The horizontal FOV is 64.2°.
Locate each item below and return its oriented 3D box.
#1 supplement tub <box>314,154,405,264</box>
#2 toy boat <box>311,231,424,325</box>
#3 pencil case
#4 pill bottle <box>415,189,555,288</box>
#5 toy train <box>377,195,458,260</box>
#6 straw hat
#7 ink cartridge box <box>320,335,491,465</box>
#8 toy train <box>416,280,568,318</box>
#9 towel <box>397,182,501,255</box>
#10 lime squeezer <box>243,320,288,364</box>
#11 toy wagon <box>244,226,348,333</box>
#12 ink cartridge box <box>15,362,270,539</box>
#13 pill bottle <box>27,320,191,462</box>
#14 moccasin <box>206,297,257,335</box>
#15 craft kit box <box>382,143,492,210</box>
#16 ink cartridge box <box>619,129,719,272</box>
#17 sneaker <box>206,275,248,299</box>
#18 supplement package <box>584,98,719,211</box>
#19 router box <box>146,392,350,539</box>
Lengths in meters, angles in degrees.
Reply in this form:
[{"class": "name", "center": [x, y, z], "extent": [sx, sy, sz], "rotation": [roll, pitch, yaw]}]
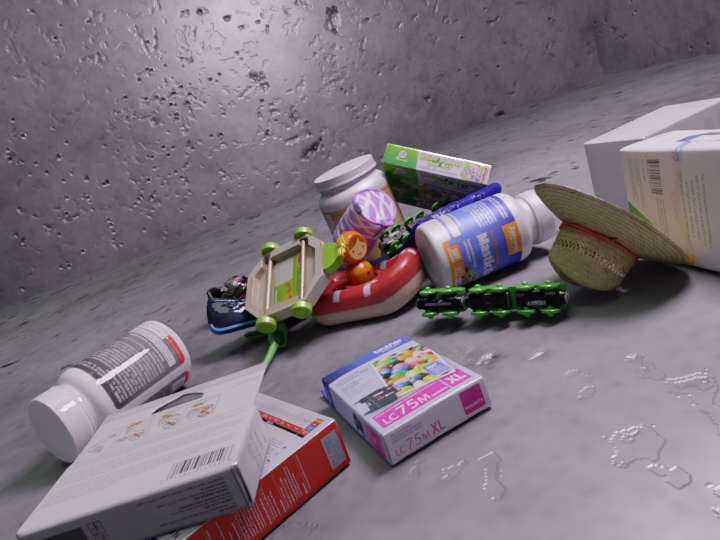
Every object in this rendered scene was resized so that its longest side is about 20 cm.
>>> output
[{"class": "supplement tub", "center": [0.006, -0.106, 1.115], "extent": [0.143, 0.202, 0.145], "rotation": [-22, 17, 7]}, {"class": "toy boat", "center": [0.000, 0.000, 0.915], "extent": [0.198, 0.132, 0.131], "rotation": [-13, 17, 22]}, {"class": "pencil case", "center": [-0.003, -0.052, 0.991], "extent": [0.083, 0.086, 0.201], "rotation": [-23, -22, -34]}, {"class": "pill bottle", "center": [0.194, -0.052, 0.890], "extent": [0.198, 0.113, 0.112], "rotation": [-22, 16, -7]}, {"class": "toy train", "center": [0.109, -0.076, 1.053], "extent": [0.199, 0.057, 0.042], "rotation": [-30, 57, -28]}, {"class": "straw hat", "center": [0.282, -0.020, 0.699], "extent": [0.086, 0.200, 0.201], "rotation": [-61, 18, 4]}, {"class": "ink cartridge box", "center": [0.035, 0.126, 0.626], "extent": [0.118, 0.042, 0.200], "rotation": [-25, 15, -19]}, {"class": "toy train", "center": [0.166, 0.037, 0.735], "extent": [0.198, 0.042, 0.056], "rotation": [-5, 3, 32]}, {"class": "towel", "center": [0.162, -0.069, 1.026], "extent": [0.199, 0.050, 0.148], "rotation": [-28, -21, -27]}, {"class": "lime squeezer", "center": [-0.147, 0.107, 0.909], "extent": [0.070, 0.038, 0.200], "rotation": [-23, 17, -11]}, {"class": "toy wagon", "center": [-0.096, 0.007, 0.889], "extent": [0.198, 0.040, 0.157], "rotation": [-23, 49, 25]}, {"class": "ink cartridge box", "center": [-0.181, 0.172, 0.537], "extent": [0.198, 0.044, 0.174], "rotation": [-19, 16, 6]}, {"class": "pill bottle", "center": [-0.349, 0.166, 0.812], "extent": [0.113, 0.115, 0.200], "rotation": [-8, 19, 35]}, {"class": "moccasin", "center": [-0.162, 0.053, 0.977], "extent": [0.198, 0.069, 0.080], "rotation": [-12, -12, -35]}, {"class": "craft kit box", "center": [0.149, -0.170, 1.133], "extent": [0.198, 0.049, 0.198], "rotation": [14, -15, 11]}, {"class": "ink cartridge box", "center": [0.411, -0.084, 0.670], "extent": [0.087, 0.147, 0.200], "rotation": [-18, 14, -7]}, {"class": "sneaker", "center": [-0.219, 0.050, 1.098], "extent": [0.198, 0.085, 0.077], "rotation": [-13, 17, 24]}, {"class": "supplement package", "center": [0.490, -0.188, 0.941], "extent": [0.198, 0.122, 0.120], "rotation": [-25, 17, -20]}, {"class": "router box", "center": [-0.139, 0.198, 0.573], "extent": [0.179, 0.049, 0.199], "rotation": [-31, 19, -34]}]
